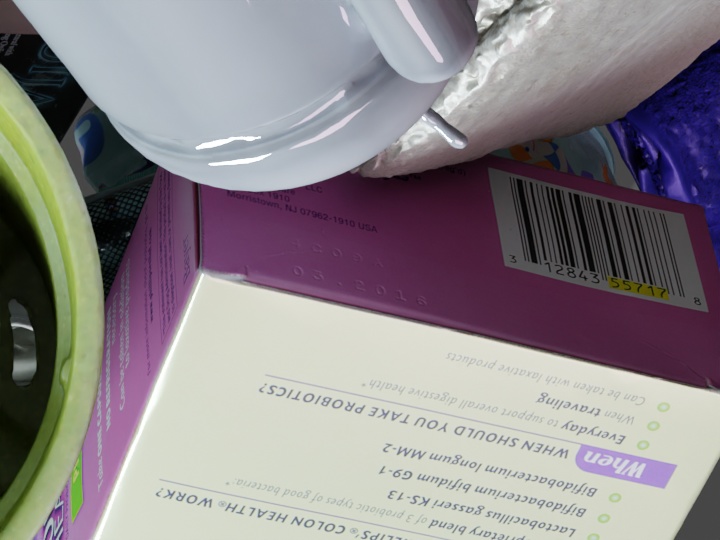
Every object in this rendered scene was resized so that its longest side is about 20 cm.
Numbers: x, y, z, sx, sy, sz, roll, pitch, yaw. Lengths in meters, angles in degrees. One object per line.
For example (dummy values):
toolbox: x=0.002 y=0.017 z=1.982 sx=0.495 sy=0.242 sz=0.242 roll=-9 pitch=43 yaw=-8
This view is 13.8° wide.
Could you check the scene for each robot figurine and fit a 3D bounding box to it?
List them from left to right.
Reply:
robot figurine: x=-0.040 y=-0.098 z=0.762 sx=0.113 sy=0.169 sz=0.200 roll=-48 pitch=135 yaw=-11

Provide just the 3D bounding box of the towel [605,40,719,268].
towel: x=0.188 y=-0.062 z=1.076 sx=0.200 sy=0.050 sz=0.148 roll=-36 pitch=139 yaw=-9

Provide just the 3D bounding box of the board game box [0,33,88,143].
board game box: x=-0.160 y=-0.056 z=0.995 sx=0.135 sy=0.028 sz=0.200 roll=-1 pitch=148 yaw=-31

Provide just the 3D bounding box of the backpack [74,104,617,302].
backpack: x=0.000 y=0.000 z=1.061 sx=0.199 sy=0.151 sz=0.178 roll=-16 pitch=155 yaw=18

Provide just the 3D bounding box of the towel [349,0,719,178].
towel: x=0.088 y=-0.095 z=0.867 sx=0.132 sy=0.035 sz=0.200 roll=-15 pitch=160 yaw=-47

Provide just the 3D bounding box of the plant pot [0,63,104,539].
plant pot: x=-0.166 y=0.022 z=0.902 sx=0.199 sy=0.201 sz=0.184 roll=-17 pitch=175 yaw=0

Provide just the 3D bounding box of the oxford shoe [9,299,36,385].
oxford shoe: x=-0.195 y=0.027 z=1.103 sx=0.199 sy=0.058 sz=0.075 roll=-5 pitch=154 yaw=-20

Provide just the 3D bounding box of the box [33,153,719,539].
box: x=0.000 y=0.062 z=0.951 sx=0.175 sy=0.097 sz=0.201 roll=13 pitch=126 yaw=-15

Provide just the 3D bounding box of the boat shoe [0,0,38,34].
boat shoe: x=-0.131 y=-0.111 z=0.864 sx=0.199 sy=0.063 sz=0.073 roll=7 pitch=166 yaw=-35
